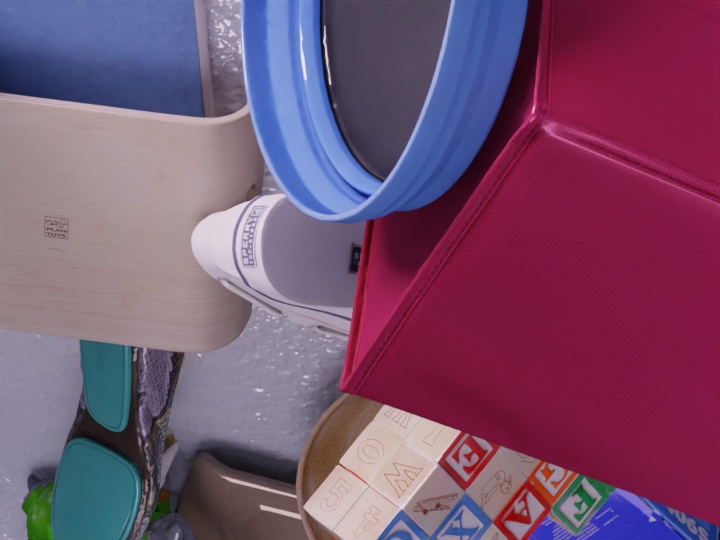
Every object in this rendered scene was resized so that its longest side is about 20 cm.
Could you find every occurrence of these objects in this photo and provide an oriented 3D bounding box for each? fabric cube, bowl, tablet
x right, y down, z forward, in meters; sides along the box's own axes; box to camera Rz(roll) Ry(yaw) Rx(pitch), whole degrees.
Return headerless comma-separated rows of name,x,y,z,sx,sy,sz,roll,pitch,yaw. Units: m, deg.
fabric cube,0.125,-0.040,0.862,0.198,0.201,0.197,20,138,-14
bowl,0.007,-0.120,0.803,0.039,0.202,0.201,2,144,-27
tablet,-0.137,-0.095,0.985,0.129,0.014,0.201,4,139,4

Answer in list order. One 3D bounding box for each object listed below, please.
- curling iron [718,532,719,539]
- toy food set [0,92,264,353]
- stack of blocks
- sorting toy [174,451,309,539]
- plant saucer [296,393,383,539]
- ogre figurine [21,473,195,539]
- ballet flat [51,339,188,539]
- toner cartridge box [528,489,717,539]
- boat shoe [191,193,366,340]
curling iron,0.226,0.194,1.230,0.026,0.049,0.201,39,154,29
toy food set,-0.149,-0.040,1.005,0.198,0.061,0.145,7,127,-1
stack of blocks,0.078,0.085,1.017,0.058,0.200,0.115,28,165,50
sorting toy,-0.029,0.195,1.277,0.198,0.037,0.186,19,137,-5
plant saucer,0.063,0.127,1.154,0.198,0.036,0.202,5,123,8
ogre figurine,-0.149,0.194,1.223,0.097,0.200,0.121,-17,112,-26
ballet flat,-0.129,0.088,1.126,0.071,0.072,0.202,10,121,-2
toner cartridge box,0.099,0.175,1.131,0.095,0.043,0.200,41,121,-17
boat shoe,0.000,0.000,1.013,0.065,0.074,0.199,2,165,45
